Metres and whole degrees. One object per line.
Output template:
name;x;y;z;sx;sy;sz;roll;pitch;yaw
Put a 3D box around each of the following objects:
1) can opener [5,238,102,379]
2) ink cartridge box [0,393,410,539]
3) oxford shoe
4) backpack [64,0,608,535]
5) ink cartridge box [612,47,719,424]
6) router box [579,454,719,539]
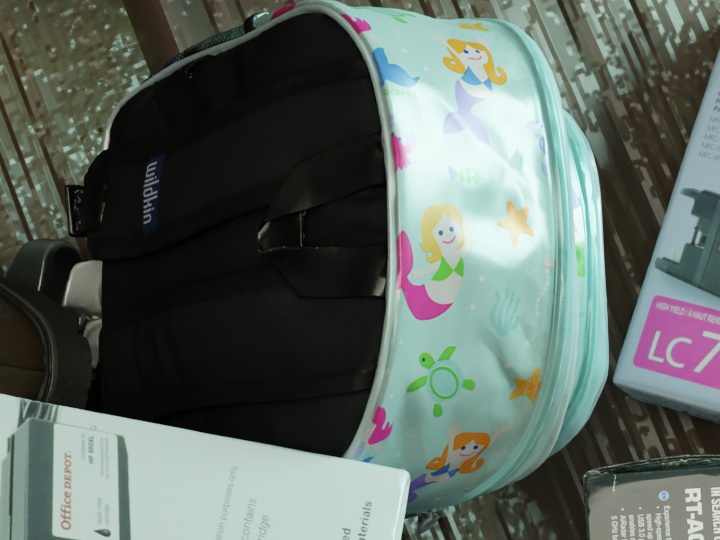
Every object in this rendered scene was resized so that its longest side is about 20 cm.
can opener;-0.117;0.090;0.974;0.066;0.053;0.201;2;76;44
ink cartridge box;-0.095;0.113;0.831;0.199;0.145;0.084;11;55;0
oxford shoe;-0.190;0.007;0.948;0.200;0.084;0.073;17;92;41
backpack;0.000;0.000;0.889;0.150;0.200;0.178;3;78;-25
ink cartridge box;0.177;-0.035;0.939;0.119;0.042;0.201;15;80;26
router box;0.113;0.169;0.868;0.062;0.150;0.201;-5;79;7
